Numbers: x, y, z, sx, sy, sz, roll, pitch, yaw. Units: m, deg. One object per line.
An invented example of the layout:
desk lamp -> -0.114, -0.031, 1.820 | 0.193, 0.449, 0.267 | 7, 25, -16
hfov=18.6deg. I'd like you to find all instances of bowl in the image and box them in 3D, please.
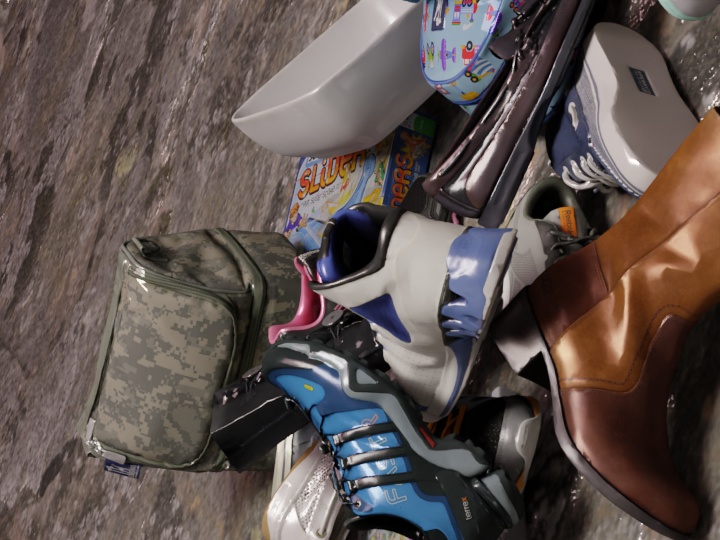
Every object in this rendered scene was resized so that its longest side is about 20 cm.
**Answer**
bowl -> 0.009, -0.162, 1.770 | 0.200, 0.075, 0.200 | -44, 13, -19

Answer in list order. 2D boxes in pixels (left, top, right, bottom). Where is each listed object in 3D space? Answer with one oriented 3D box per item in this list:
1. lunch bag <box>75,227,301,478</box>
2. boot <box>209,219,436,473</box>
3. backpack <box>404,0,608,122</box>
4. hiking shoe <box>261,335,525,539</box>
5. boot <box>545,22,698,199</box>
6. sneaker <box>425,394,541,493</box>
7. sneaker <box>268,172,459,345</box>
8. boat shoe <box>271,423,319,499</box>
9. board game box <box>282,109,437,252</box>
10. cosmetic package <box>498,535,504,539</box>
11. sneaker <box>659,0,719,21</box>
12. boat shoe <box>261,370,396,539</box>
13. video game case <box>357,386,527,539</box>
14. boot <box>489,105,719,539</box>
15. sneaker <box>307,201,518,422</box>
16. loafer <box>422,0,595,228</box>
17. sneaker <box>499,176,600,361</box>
lunch bag -> -0.140, 0.069, 1.832 | 0.139, 0.167, 0.200 | -127, 47, -55
boot -> -0.010, 0.054, 1.578 | 0.200, 0.066, 0.165 | -38, 3, 16
backpack -> 0.100, -0.205, 1.594 | 0.183, 0.134, 0.200 | 15, 89, 69
hiking shoe -> 0.005, 0.117, 1.381 | 0.087, 0.200, 0.074 | -50, -22, -13
boot -> 0.168, -0.077, 1.426 | 0.200, 0.073, 0.090 | -91, 23, -58
sneaker -> 0.053, 0.114, 1.469 | 0.200, 0.077, 0.078 | -13, 59, 62
sneaker -> 0.000, 0.000, 1.680 | 0.200, 0.095, 0.079 | -59, 17, -13
boat shoe -> -0.036, 0.145, 1.713 | 0.075, 0.062, 0.200 | 96, 179, -59
board game box -> -0.008, -0.052, 1.846 | 0.200, 0.034, 0.136 | -20, 54, 62
cosmetic package -> 0.038, 0.256, 1.446 | 0.200, 0.051, 0.083 | -54, 46, 35
sneaker -> 0.252, -0.239, 1.335 | 0.200, 0.078, 0.140 | -68, 22, 9
boat shoe -> 0.008, 0.131, 1.627 | 0.069, 0.071, 0.200 | 29, 84, 28
video game case -> 0.053, 0.191, 1.529 | 0.200, 0.018, 0.143 | -49, 30, 41
boot -> 0.195, 0.033, 1.274 | 0.200, 0.068, 0.188 | -43, 52, 16
sneaker -> 0.027, 0.011, 1.362 | 0.200, 0.115, 0.081 | 102, -167, -63
loafer -> 0.104, -0.129, 1.483 | 0.072, 0.063, 0.200 | 29, -96, -88
sneaker -> 0.128, 0.010, 1.415 | 0.200, 0.074, 0.079 | -106, 30, -55
